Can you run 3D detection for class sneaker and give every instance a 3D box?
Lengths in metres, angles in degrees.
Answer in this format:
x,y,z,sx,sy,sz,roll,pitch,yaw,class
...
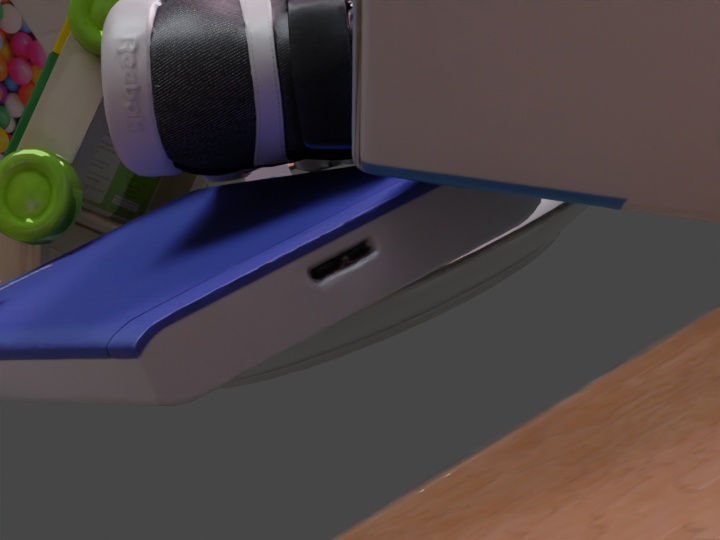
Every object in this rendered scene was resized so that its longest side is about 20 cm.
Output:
x,y,z,sx,sy,sz,roll,pitch,yaw,class
-0.005,-0.064,0.786,0.112,0.073,0.200,-3,10,11,sneaker

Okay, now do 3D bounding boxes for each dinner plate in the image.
x,y,z,sx,sy,sz,roll,pitch,yaw,class
0.000,0.000,0.782,0.200,0.024,0.200,-23,9,4,dinner plate

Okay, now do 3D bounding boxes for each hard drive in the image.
x,y,z,sx,sy,sz,roll,pitch,yaw,class
-0.051,0.003,0.741,0.132,0.025,0.200,-28,11,-27,hard drive

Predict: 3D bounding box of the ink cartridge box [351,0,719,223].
x,y,z,sx,sy,sz,roll,pitch,yaw,class
0.102,-0.085,0.690,0.145,0.084,0.200,8,22,22,ink cartridge box

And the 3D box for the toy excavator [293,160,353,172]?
x,y,z,sx,sy,sz,roll,pitch,yaw,class
0.051,-0.112,1.104,0.200,0.100,0.194,-11,14,16,toy excavator

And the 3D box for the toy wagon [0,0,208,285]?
x,y,z,sx,sy,sz,roll,pitch,yaw,class
-0.073,-0.069,0.892,0.040,0.200,0.155,23,-1,16,toy wagon

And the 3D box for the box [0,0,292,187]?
x,y,z,sx,sy,sz,roll,pitch,yaw,class
-0.140,-0.062,1.047,0.200,0.156,0.041,-16,14,30,box
